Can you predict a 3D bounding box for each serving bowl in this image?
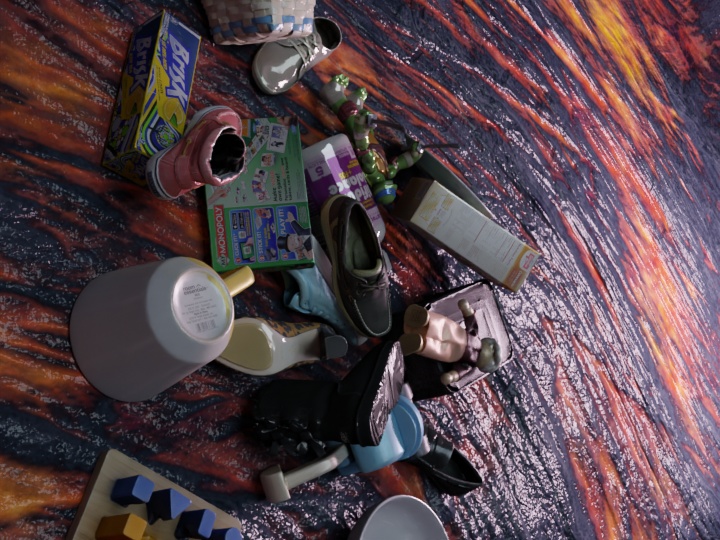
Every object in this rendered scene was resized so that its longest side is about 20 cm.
[{"bbox_3d":[0.041,0.407,1.213,0.198,0.065,0.204,20,61,-41],"label":"serving bowl"}]

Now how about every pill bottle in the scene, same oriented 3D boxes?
[{"bbox_3d":[-0.030,-0.079,1.278,0.112,0.111,0.203,-30,98,-48],"label":"pill bottle"}]

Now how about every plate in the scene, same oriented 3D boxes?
[{"bbox_3d":[0.136,-0.144,1.469,0.026,0.200,0.200,-46,120,3],"label":"plate"}]

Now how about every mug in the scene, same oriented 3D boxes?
[{"bbox_3d":[-0.212,0.041,1.007,0.149,0.152,0.189,40,50,-29],"label":"mug"}]

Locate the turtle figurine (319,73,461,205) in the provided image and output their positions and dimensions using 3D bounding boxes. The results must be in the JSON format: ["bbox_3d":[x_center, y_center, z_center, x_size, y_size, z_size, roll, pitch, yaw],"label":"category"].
[{"bbox_3d":[0.035,-0.211,1.342,0.142,0.201,0.196,-14,62,-34],"label":"turtle figurine"}]

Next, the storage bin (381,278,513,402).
[{"bbox_3d":[0.137,0.106,1.407,0.199,0.093,0.138,-20,91,-50],"label":"storage bin"}]

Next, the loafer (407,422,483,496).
[{"bbox_3d":[0.105,0.262,1.332,0.200,0.070,0.069,44,47,-27],"label":"loafer"}]

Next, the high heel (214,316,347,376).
[{"bbox_3d":[-0.122,0.095,1.173,0.196,0.142,0.073,3,88,-12],"label":"high heel"}]

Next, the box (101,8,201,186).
[{"bbox_3d":[-0.254,-0.212,1.116,0.064,0.069,0.204,29,56,-42],"label":"box"}]

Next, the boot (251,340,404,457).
[{"bbox_3d":[-0.038,0.156,1.152,0.199,0.159,0.075,-61,143,-56],"label":"boot"}]

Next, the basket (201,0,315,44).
[{"bbox_3d":[-0.144,-0.415,1.238,0.138,0.174,0.204,-22,111,-47],"label":"basket"}]

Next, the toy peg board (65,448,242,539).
[{"bbox_3d":[-0.205,0.318,0.955,0.199,0.097,0.202,40,50,-31],"label":"toy peg board"}]

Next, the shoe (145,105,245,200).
[{"bbox_3d":[-0.168,-0.147,1.081,0.201,0.089,0.072,-57,133,-54],"label":"shoe"}]

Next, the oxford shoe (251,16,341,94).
[{"bbox_3d":[-0.092,-0.323,1.344,0.200,0.057,0.076,-47,113,-43],"label":"oxford shoe"}]

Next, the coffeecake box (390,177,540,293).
[{"bbox_3d":[0.157,-0.057,1.397,0.198,0.153,0.074,33,91,-12],"label":"coffeecake box"}]

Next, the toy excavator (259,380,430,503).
[{"bbox_3d":[-0.018,0.229,1.177,0.200,0.191,0.102,-14,86,-76],"label":"toy excavator"}]

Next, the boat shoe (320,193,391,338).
[{"bbox_3d":[0.001,-0.001,1.198,0.071,0.066,0.204,-22,105,-21],"label":"boat shoe"}]

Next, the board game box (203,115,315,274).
[{"bbox_3d":[-0.136,-0.099,1.181,0.132,0.029,0.204,-5,78,-11],"label":"board game box"}]

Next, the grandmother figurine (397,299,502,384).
[{"bbox_3d":[0.137,0.103,1.302,0.198,0.060,0.123,24,86,-43],"label":"grandmother figurine"}]

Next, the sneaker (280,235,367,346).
[{"bbox_3d":[-0.065,0.037,1.246,0.082,0.074,0.202,-39,112,-16],"label":"sneaker"}]
